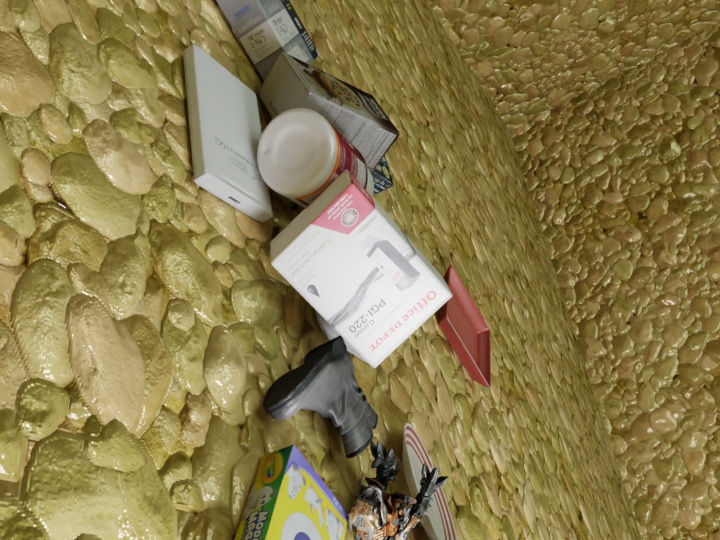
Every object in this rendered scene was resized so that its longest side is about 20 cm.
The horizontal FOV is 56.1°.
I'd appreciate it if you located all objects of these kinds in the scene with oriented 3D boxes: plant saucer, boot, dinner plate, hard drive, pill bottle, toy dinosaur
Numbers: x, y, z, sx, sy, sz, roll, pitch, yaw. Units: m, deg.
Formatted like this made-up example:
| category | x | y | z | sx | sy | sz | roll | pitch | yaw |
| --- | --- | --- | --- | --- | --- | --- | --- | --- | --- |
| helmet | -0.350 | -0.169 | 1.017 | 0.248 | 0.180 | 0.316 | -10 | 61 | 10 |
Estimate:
| category | x | y | z | sx | sy | sz | roll | pitch | yaw |
| --- | --- | --- | --- | --- | --- | --- | --- | --- | --- |
| plant saucer | 0.220 | 0.121 | 1.443 | 0.202 | 0.036 | 0.201 | 56 | 25 | -23 |
| boot | -0.033 | 0.165 | 0.804 | 0.134 | 0.069 | 0.200 | 64 | 24 | -3 |
| dinner plate | 0.094 | 0.317 | 0.958 | 0.200 | 0.024 | 0.204 | -23 | 91 | -83 |
| hard drive | -0.171 | -0.176 | 0.876 | 0.131 | 0.026 | 0.204 | 31 | 42 | -54 |
| pill bottle | -0.054 | -0.139 | 0.950 | 0.200 | 0.112 | 0.117 | 24 | 46 | -70 |
| toy dinosaur | 0.026 | 0.288 | 0.801 | 0.101 | 0.201 | 0.137 | 28 | 63 | 6 |

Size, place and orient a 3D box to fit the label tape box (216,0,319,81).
| category | x | y | z | sx | sy | sz | roll | pitch | yaw |
| --- | --- | --- | --- | --- | --- | --- | --- | --- | --- |
| label tape box | -0.154 | -0.404 | 1.079 | 0.202 | 0.062 | 0.145 | 58 | 24 | -21 |

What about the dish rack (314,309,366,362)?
| category | x | y | z | sx | sy | sz | roll | pitch | yaw |
| --- | --- | --- | --- | --- | --- | --- | --- | --- | --- |
| dish rack | -0.011 | 0.025 | 1.018 | 0.171 | 0.043 | 0.204 | 38 | 35 | -48 |

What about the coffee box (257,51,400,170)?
| category | x | y | z | sx | sy | sz | roll | pitch | yaw |
| --- | --- | --- | --- | --- | --- | --- | --- | --- | --- |
| coffee box | -0.046 | -0.243 | 1.050 | 0.197 | 0.080 | 0.114 | 12 | 36 | -45 |

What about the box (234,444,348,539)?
| category | x | y | z | sx | sy | sz | roll | pitch | yaw |
| --- | --- | --- | --- | --- | --- | --- | --- | --- | --- |
| box | -0.072 | 0.283 | 0.641 | 0.118 | 0.048 | 0.202 | 56 | 27 | -24 |

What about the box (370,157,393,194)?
| category | x | y | z | sx | sy | sz | roll | pitch | yaw |
| --- | --- | --- | --- | --- | --- | --- | --- | --- | --- |
| box | -0.016 | -0.244 | 1.253 | 0.199 | 0.045 | 0.162 | 17 | 54 | -61 |

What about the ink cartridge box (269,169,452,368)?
| category | x | y | z | sx | sy | sz | roll | pitch | yaw |
| --- | --- | --- | --- | --- | --- | --- | --- | --- | --- |
| ink cartridge box | 0.000 | 0.000 | 0.864 | 0.200 | 0.145 | 0.085 | 45 | 8 | -20 |
